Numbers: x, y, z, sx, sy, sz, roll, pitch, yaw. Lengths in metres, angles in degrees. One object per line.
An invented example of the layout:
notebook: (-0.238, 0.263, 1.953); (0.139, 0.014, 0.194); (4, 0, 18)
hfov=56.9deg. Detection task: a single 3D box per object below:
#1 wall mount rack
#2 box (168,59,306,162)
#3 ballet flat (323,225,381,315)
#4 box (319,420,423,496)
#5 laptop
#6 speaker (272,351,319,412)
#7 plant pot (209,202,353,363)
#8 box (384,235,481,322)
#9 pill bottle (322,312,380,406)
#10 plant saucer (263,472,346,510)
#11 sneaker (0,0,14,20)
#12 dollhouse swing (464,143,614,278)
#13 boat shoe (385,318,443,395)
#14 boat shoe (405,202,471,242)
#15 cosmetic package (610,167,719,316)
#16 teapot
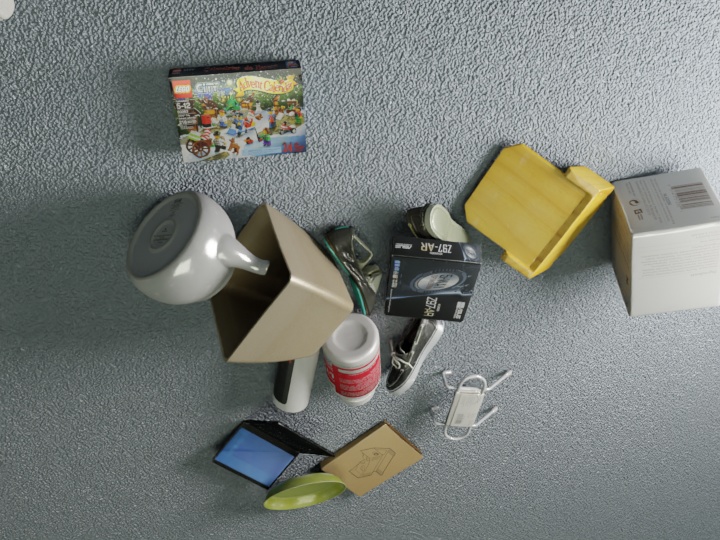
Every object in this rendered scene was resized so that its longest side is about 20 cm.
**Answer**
wall mount rack: (0.253, 0.289, 1.494); (0.171, 0.075, 0.202); (5, 124, -11)
box: (-0.185, -0.245, 1.028); (0.196, 0.038, 0.138); (-7, 127, -8)
ballet flat: (0.000, 0.000, 1.231); (0.068, 0.068, 0.201); (-28, 127, -2)
box: (0.027, 0.453, 1.589); (0.199, 0.021, 0.163); (-35, 124, 15)
laptop: (-0.191, 0.409, 1.454); (0.198, 0.105, 0.177); (-10, 141, 46)
speaker: (-0.125, 0.184, 1.325); (0.080, 0.082, 0.202); (4, 125, -15)
plant pot: (-0.130, 0.042, 1.160); (0.176, 0.201, 0.200); (22, 119, -38)
box: (0.128, 0.020, 1.226); (0.157, 0.044, 0.201); (6, 145, 0)
pill bottle: (-0.015, 0.183, 1.316); (0.110, 0.113, 0.201); (-10, 141, -5)
plant saucer: (-0.132, 0.516, 1.562); (0.197, 0.031, 0.201); (-12, 149, -7)
sneaker: (-0.529, -0.399, 0.826); (0.087, 0.076, 0.202); (-12, 129, 11)
dollhouse swing: (0.322, -0.123, 1.230); (0.181, 0.176, 0.201); (-16, 144, -57)
boat shoe: (0.094, 0.171, 1.367); (0.067, 0.074, 0.201); (18, 120, -28)
boat shoe: (0.150, -0.057, 1.225); (0.060, 0.073, 0.201); (4, 152, 36)
cosmetic package: (0.564, -0.050, 1.233); (0.163, 0.169, 0.202); (-8, 129, 12)
teapot: (-0.275, -0.020, 1.089); (0.197, 0.201, 0.146); (-42, 135, 5)
